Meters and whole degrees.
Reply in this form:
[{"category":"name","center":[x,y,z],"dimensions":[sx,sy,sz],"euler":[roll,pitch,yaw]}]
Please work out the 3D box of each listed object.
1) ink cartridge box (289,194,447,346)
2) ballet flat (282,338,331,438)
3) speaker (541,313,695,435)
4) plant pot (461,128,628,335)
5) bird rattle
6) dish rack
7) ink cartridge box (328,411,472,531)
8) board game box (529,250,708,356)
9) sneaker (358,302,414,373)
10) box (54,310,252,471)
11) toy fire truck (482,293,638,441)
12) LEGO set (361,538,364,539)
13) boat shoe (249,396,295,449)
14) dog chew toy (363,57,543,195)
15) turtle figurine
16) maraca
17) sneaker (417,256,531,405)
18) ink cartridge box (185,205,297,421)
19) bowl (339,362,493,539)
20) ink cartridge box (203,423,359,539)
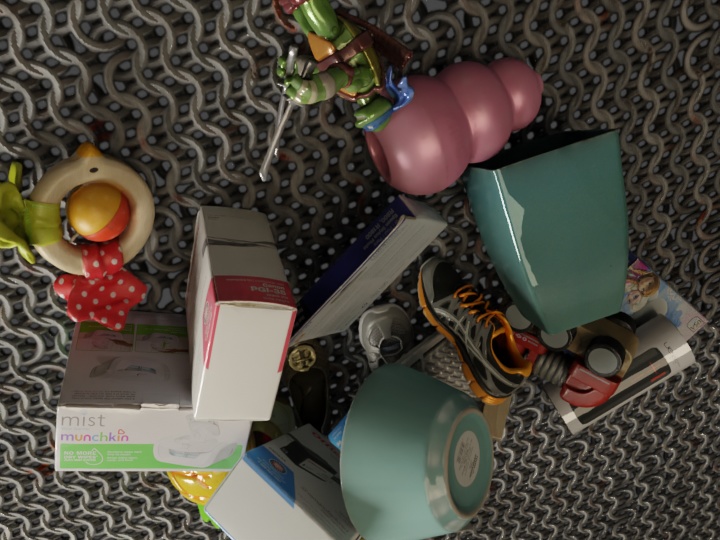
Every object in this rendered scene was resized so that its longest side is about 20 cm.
[{"category":"ink cartridge box","center":[0.000,0.000,0.771],"dimensions":[0.041,0.200,0.200],"euler":[47,104,12]},{"category":"ballet flat","center":[-0.070,0.172,0.929],"dimensions":[0.066,0.047,0.202],"euler":[-9,123,-9]},{"category":"speaker","center":[0.361,0.146,0.960],"dimensions":[0.199,0.081,0.081],"euler":[-33,124,8]},{"category":"plant pot","center":[0.219,-0.042,0.778],"dimensions":[0.140,0.141,0.202],"euler":[-18,101,-4]},{"category":"bird rattle","center":[-0.285,-0.039,0.713],"dimensions":[0.163,0.113,0.200],"euler":[-47,126,-4]},{"category":"dish rack","center":[0.109,0.158,0.909],"dimensions":[0.199,0.043,0.174],"euler":[-29,114,-41]},{"category":"ink cartridge box","center":[0.052,0.286,0.926],"dimensions":[0.115,0.201,0.067],"euler":[22,115,-47]},{"category":"board game box","center":[0.378,0.091,1.003],"dimensions":[0.198,0.044,0.200],"euler":[31,110,-30]},{"category":"sneaker","center":[0.050,0.132,0.915],"dimensions":[0.074,0.082,0.202],"euler":[-17,124,-4]},{"category":"box","center":[-0.232,0.133,0.783],"dimensions":[0.197,0.177,0.098],"euler":[6,120,-19]},{"category":"toy fire truck","center":[0.245,0.136,0.908],"dimensions":[0.175,0.128,0.202],"euler":[28,125,19]},{"category":"LEGO set","center":[0.010,0.524,1.125],"dimensions":[0.198,0.116,0.155],"euler":[12,117,-21]},{"category":"boat shoe","center":[-0.120,0.268,0.949],"dimensions":[0.073,0.067,0.202],"euler":[2,122,20]},{"category":"dog chew toy","center":[0.106,-0.163,0.729],"dimensions":[0.198,0.125,0.126],"euler":[-25,125,-8]},{"category":"turtle figurine","center":[-0.065,-0.200,0.636],"dimensions":[0.198,0.144,0.196],"euler":[-15,109,27]},{"category":"maraca","center":[-0.204,0.254,0.898],"dimensions":[0.106,0.137,0.202],"euler":[-15,137,-36]},{"category":"sneaker","center":[0.145,0.065,0.854],"dimensions":[0.078,0.201,0.077],"euler":[-26,170,-40]},{"category":"ink cartridge box","center":[-0.137,0.039,0.737],"dimensions":[0.082,0.201,0.148],"euler":[5,120,-20]},{"category":"bowl","center":[0.076,0.205,0.750],"dimensions":[0.104,0.202,0.202],"euler":[-3,134,37]},{"category":"ink cartridge box","center":[-0.064,0.269,0.791],"dimensions":[0.145,0.200,0.084],"euler":[38,97,15]}]
